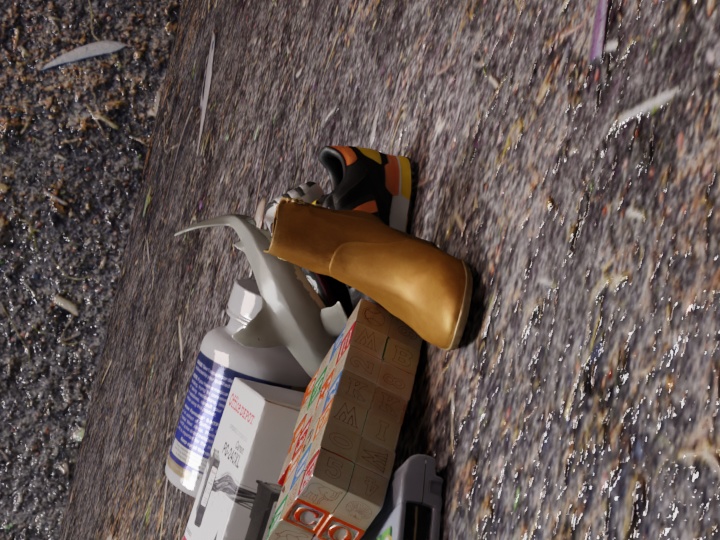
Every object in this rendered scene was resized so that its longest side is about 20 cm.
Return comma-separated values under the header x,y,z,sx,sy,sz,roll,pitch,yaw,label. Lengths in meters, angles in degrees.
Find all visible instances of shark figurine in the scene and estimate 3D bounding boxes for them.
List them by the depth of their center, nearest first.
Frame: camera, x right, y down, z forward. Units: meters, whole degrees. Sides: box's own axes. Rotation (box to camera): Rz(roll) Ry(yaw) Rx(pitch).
x,y,z,sx,sy,sz,roll,pitch,yaw,label
-0.083,0.023,1.520,0.215,0.089,0.128,54,165,13,shark figurine

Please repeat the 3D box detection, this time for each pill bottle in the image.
x,y,z,sx,sy,sz,roll,pitch,yaw,label
-0.104,0.116,1.670,0.120,0.119,0.201,-132,58,-73,pill bottle

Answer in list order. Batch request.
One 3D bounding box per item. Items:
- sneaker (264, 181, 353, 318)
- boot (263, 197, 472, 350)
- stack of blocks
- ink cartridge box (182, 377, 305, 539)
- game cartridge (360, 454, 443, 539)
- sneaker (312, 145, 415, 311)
x,y,z,sx,sy,sz,roll,pitch,yaw,label
-0.033,0.008,1.614,0.116,0.076,0.200,57,175,20,sneaker
0.000,-0.001,1.350,0.201,0.144,0.071,-121,47,-70,boot
-0.014,0.132,1.354,0.115,0.058,0.200,-59,9,39,stack of blocks
-0.090,0.203,1.540,0.145,0.083,0.201,-164,90,-75,ink cartridge box
0.016,0.247,1.270,0.133,0.040,0.201,121,158,-58,game cartridge
-0.007,-0.022,1.502,0.070,0.090,0.201,123,157,-50,sneaker
